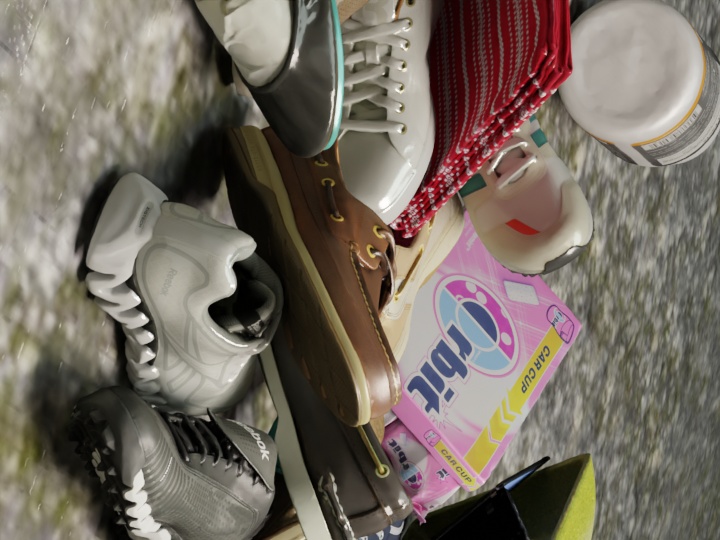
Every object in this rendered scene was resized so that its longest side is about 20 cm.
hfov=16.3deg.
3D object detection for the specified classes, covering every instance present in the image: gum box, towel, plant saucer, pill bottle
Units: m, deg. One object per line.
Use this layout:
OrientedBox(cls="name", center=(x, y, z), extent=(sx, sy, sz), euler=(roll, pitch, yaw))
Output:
OrientedBox(cls="gum box", center=(0.053, 0.058, 1.595), extent=(0.066, 0.114, 0.200), euler=(-36, -171, 38))
OrientedBox(cls="towel", center=(0.064, -0.125, 1.428), extent=(0.200, 0.022, 0.145), euler=(133, -36, -51))
OrientedBox(cls="plant saucer", center=(0.077, 0.237, 1.731), extent=(0.048, 0.199, 0.200), euler=(43, 50, -18))
OrientedBox(cls="pill bottle", center=(0.229, -0.145, 2.000), extent=(0.200, 0.116, 0.117), euler=(19, 85, -73))

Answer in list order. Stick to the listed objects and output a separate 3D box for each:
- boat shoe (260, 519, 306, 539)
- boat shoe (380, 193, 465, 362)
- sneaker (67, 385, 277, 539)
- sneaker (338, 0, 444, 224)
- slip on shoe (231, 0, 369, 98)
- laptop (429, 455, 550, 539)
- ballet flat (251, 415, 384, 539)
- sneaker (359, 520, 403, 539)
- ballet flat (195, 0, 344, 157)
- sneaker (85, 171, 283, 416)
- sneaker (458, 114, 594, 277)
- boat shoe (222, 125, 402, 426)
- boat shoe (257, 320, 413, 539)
OrientedBox(cls="boat shoe", center=(-0.069, 0.203, 1.310), extent=(0.200, 0.072, 0.072), euler=(-35, 168, -32))
OrientedBox(cls="boat shoe", center=(0.000, 0.000, 1.497), extent=(0.200, 0.073, 0.069), euler=(-62, 146, -40))
OrientedBox(cls="sneaker", center=(-0.087, 0.096, 1.246), extent=(0.090, 0.067, 0.200), euler=(-31, 153, -10))
OrientedBox(cls="sneaker", center=(0.005, -0.126, 1.409), extent=(0.085, 0.072, 0.201), euler=(54, 41, -64))
OrientedBox(cls="slip on shoe", center=(-0.009, -0.167, 1.335), extent=(0.076, 0.060, 0.200), euler=(85, 26, -47))
OrientedBox(cls="laptop", center=(0.067, 0.230, 1.674), extent=(0.177, 0.200, 0.103), euler=(-41, 134, 18))
OrientedBox(cls="ballet flat", center=(-0.031, 0.131, 1.412), extent=(0.072, 0.068, 0.201), euler=(39, 80, -32))
OrientedBox(cls="sneaker", center=(-0.016, 0.176, 1.568), extent=(0.200, 0.070, 0.109), euler=(-52, 157, -66))
OrientedBox(cls="ballet flat", center=(-0.047, -0.154, 1.228), extent=(0.068, 0.068, 0.201), euler=(-5, 101, -33))
OrientedBox(cls="sneaker", center=(-0.076, 0.026, 1.254), extent=(0.200, 0.081, 0.076), euler=(69, 38, -64))
OrientedBox(cls="sneaker", center=(0.074, -0.082, 1.525), extent=(0.093, 0.070, 0.200), euler=(48, 13, -45))
OrientedBox(cls="boat shoe", center=(-0.013, -0.007, 1.260), extent=(0.072, 0.067, 0.201), euler=(90, -18, -44))
OrientedBox(cls="boat shoe", center=(-0.018, 0.067, 1.346), extent=(0.202, 0.060, 0.072), euler=(-106, 178, -46))
